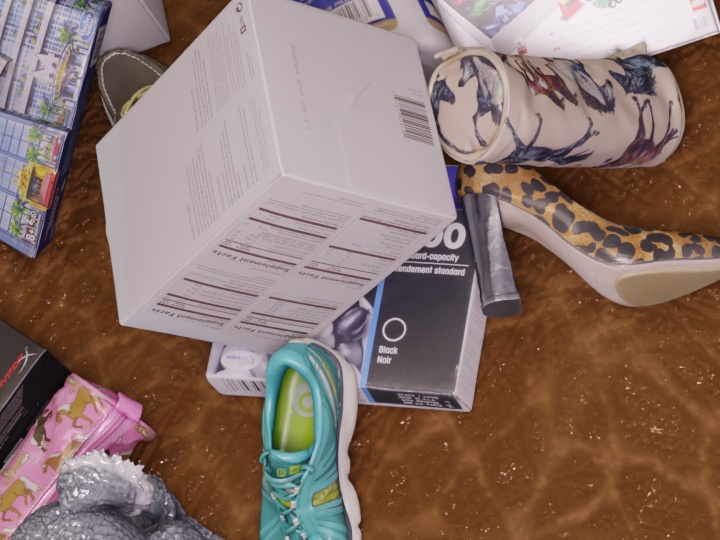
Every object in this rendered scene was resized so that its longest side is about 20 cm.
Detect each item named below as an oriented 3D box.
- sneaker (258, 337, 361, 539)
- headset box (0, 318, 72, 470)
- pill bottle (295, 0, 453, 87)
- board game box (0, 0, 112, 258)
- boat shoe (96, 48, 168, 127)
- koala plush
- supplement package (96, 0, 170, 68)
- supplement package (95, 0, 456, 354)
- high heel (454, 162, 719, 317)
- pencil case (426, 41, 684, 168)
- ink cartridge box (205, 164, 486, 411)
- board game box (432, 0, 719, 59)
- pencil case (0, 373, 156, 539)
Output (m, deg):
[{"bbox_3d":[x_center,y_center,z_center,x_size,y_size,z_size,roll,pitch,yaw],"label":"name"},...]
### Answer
[{"bbox_3d":[-0.046,0.148,1.507,0.077,0.080,0.202,-4,86,19],"label":"sneaker"},{"bbox_3d":[-0.337,0.086,1.647,0.199,0.077,0.149,31,78,26],"label":"headset box"},{"bbox_3d":[-0.016,-0.210,1.621,0.119,0.120,0.201,-26,63,5],"label":"pill bottle"},{"bbox_3d":[-0.313,-0.137,1.663,0.198,0.062,0.202,17,104,1],"label":"board game box"},{"bbox_3d":[-0.150,-0.111,1.688,0.072,0.060,0.202,-39,60,-1],"label":"boat shoe"},{"bbox_3d":[-0.166,0.212,1.449,0.183,0.200,0.178,21,73,33],"label":"koala plush"},{"bbox_3d":[-0.272,-0.225,1.751,0.198,0.117,0.118,-19,60,10],"label":"supplement package"},{"bbox_3d":[-0.062,-0.062,1.489,0.200,0.150,0.153,-40,50,40],"label":"supplement package"},{"bbox_3d":[0.169,-0.046,1.536,0.198,0.072,0.144,-6,62,-4],"label":"high heel"},{"bbox_3d":[0.137,-0.117,1.524,0.078,0.199,0.090,-35,65,44],"label":"pencil case"},{"bbox_3d":[0.000,0.000,1.598,0.196,0.043,0.202,2,65,19],"label":"ink cartridge box"},{"bbox_3d":[0.156,-0.207,1.613,0.198,0.035,0.127,-17,97,9],"label":"board game box"},{"bbox_3d":[-0.235,0.169,1.570,0.086,0.083,0.201,29,76,33],"label":"pencil case"}]
